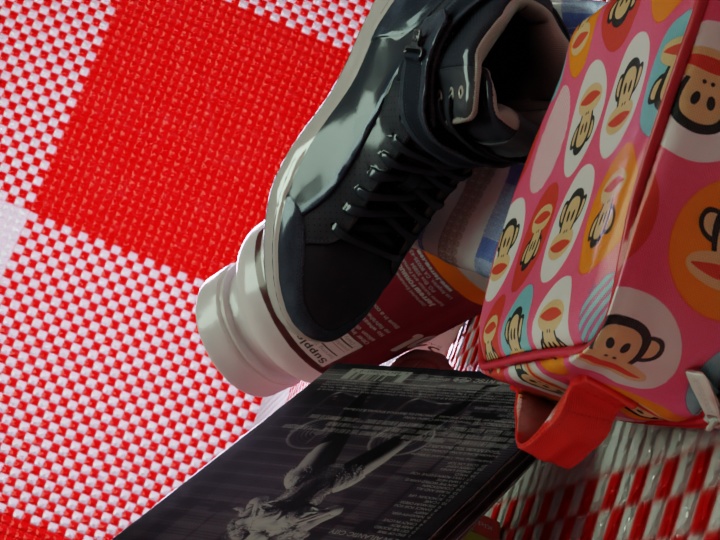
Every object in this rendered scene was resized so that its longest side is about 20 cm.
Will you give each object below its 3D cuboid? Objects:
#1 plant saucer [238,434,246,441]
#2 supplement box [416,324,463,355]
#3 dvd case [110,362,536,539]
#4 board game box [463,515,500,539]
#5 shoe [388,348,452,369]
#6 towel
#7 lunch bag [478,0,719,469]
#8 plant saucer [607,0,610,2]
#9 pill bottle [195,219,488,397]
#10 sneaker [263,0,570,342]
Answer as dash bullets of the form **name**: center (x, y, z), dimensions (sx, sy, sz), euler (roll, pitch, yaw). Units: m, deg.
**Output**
- **plant saucer**: center (-0.026, 0.183, 0.893), dimensions (0.200, 0.037, 0.201), euler (166, 90, -88)
- **supplement box**: center (0.068, -0.052, 1.126), dimensions (0.126, 0.073, 0.200), euler (-74, 8, -46)
- **dvd case**: center (-0.010, 0.093, 0.700), dimensions (0.200, 0.148, 0.016), euler (-36, -62, -46)
- **board game box**: center (0.008, 0.163, 0.726), dimensions (0.200, 0.101, 0.048), euler (-80, 16, -66)
- **shoe**: center (0.011, 0.145, 1.009), dimensions (0.091, 0.071, 0.201), euler (-40, -31, -54)
- **towel**: center (0.054, -0.079, 0.843), dimensions (0.200, 0.024, 0.148), euler (28, 97, 59)
- **lunch bag**: center (0.101, -0.013, 0.598), dimensions (0.200, 0.082, 0.177), euler (158, 132, -82)
- **plant saucer**: center (0.122, -0.060, 0.813), dimensions (0.200, 0.035, 0.201), euler (-158, 90, -85)
- **pill bottle**: center (0.000, 0.000, 0.992), dimensions (0.200, 0.113, 0.113), euler (-28, 28, 31)
- **sneaker**: center (0.029, -0.045, 0.772), dimensions (0.146, 0.077, 0.203), euler (33, 103, 59)
